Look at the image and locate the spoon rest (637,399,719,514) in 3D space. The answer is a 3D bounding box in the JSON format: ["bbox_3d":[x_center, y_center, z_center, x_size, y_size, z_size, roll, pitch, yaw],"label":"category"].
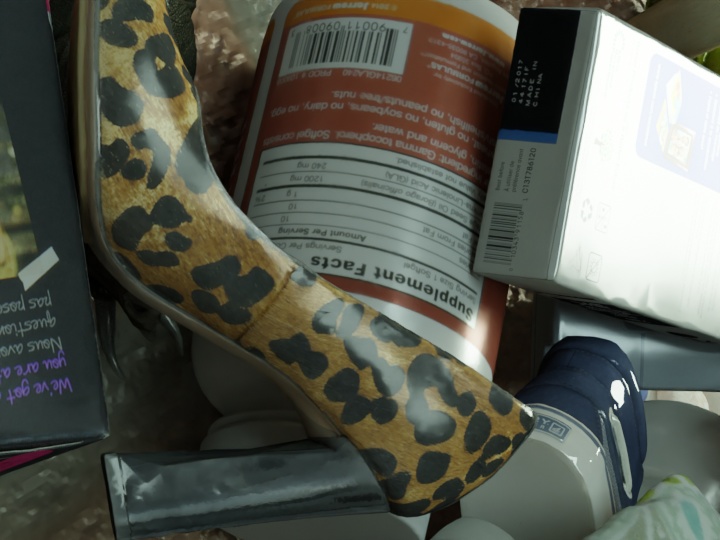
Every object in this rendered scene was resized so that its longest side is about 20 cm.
[{"bbox_3d":[0.121,0.153,0.863,0.061,0.099,0.201,12,79,-69],"label":"spoon rest"}]

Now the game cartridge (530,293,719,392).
[{"bbox_3d":[0.167,-0.014,0.900,0.199,0.040,0.134,3,91,-18],"label":"game cartridge"}]

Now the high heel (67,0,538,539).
[{"bbox_3d":[-0.019,-0.017,0.681,0.142,0.071,0.201,-6,96,-10],"label":"high heel"}]

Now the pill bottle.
[{"bbox_3d":[0.000,0.000,0.787,0.112,0.112,0.201,26,62,-29],"label":"pill bottle"}]

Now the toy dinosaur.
[{"bbox_3d":[-0.090,-0.072,0.767,0.077,0.102,0.201,6,54,3],"label":"toy dinosaur"}]

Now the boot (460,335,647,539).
[{"bbox_3d":[0.082,0.129,0.814,0.090,0.072,0.201,-45,140,-56],"label":"boot"}]

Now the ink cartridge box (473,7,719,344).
[{"bbox_3d":[0.117,-0.028,0.815,0.200,0.039,0.100,18,81,-52],"label":"ink cartridge box"}]

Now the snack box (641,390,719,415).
[{"bbox_3d":[0.137,0.099,0.920,0.072,0.024,0.201,-13,85,-37],"label":"snack box"}]

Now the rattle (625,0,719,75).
[{"bbox_3d":[0.218,-0.101,0.924,0.130,0.200,0.143,-6,77,-52],"label":"rattle"}]

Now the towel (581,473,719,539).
[{"bbox_3d":[0.087,0.176,0.673,0.200,0.048,0.171,-27,77,-34],"label":"towel"}]

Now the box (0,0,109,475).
[{"bbox_3d":[-0.162,-0.031,0.663,0.106,0.122,0.201,-1,78,-36],"label":"box"}]

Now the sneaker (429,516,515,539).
[{"bbox_3d":[0.021,0.195,0.742,0.115,0.074,0.201,-20,112,-37],"label":"sneaker"}]
